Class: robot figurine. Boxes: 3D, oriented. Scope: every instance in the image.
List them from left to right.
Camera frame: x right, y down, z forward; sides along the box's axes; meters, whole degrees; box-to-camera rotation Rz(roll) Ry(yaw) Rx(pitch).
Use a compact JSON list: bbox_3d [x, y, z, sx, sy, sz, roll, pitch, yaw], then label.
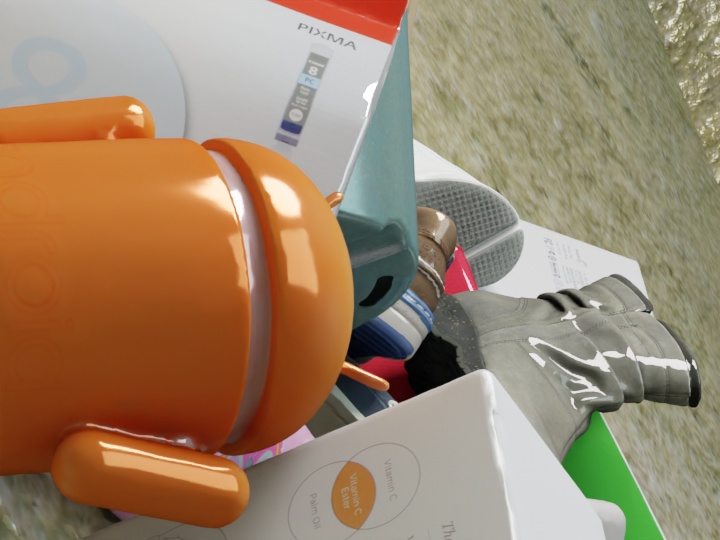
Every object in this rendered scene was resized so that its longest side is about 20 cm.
[{"bbox_3d":[-0.088,0.013,0.960,0.144,0.199,0.117,-140,-129,-58],"label":"robot figurine"}]

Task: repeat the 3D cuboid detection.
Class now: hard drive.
[{"bbox_3d":[0.071,-0.002,1.587,0.199,0.025,0.132,19,24,-11],"label":"hard drive"}]

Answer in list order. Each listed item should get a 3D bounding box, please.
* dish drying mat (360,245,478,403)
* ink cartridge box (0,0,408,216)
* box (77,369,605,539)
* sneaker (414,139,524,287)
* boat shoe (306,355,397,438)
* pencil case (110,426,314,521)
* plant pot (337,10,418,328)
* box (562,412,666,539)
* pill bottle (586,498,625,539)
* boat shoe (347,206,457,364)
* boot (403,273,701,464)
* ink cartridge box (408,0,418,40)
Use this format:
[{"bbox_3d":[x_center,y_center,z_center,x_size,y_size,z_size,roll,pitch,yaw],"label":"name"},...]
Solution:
[{"bbox_3d":[0.047,0.077,1.381,0.018,0.077,0.200,87,-15,-55],"label":"dish drying mat"},{"bbox_3d":[-0.065,-0.103,1.110,0.047,0.160,0.201,107,3,-74],"label":"ink cartridge box"},{"bbox_3d":[-0.011,0.154,0.973,0.106,0.199,0.153,52,21,-43],"label":"box"},{"bbox_3d":[-0.007,-0.056,1.513,0.200,0.071,0.080,32,5,-18],"label":"sneaker"},{"bbox_3d":[0.011,0.101,1.283,0.062,0.075,0.200,-1,35,-45],"label":"boat shoe"},{"bbox_3d":[-0.081,0.056,1.109,0.200,0.087,0.088,49,23,-44],"label":"pencil case"},{"bbox_3d":[-0.059,-0.079,1.220,0.200,0.200,0.197,40,38,-59],"label":"plant pot"},{"bbox_3d":[0.104,0.142,1.481,0.200,0.096,0.177,63,-4,10],"label":"box"},{"bbox_3d":[0.039,0.187,1.148,0.114,0.114,0.201,20,79,-70],"label":"pill bottle"},{"bbox_3d":[0.000,0.000,1.345,0.072,0.072,0.200,40,-11,-19],"label":"boat shoe"},{"bbox_3d":[0.105,0.060,1.318,0.200,0.130,0.068,-116,-157,-54],"label":"boot"},{"bbox_3d":[-0.022,-0.191,1.433,0.200,0.075,0.165,-75,155,-70],"label":"ink cartridge box"}]
